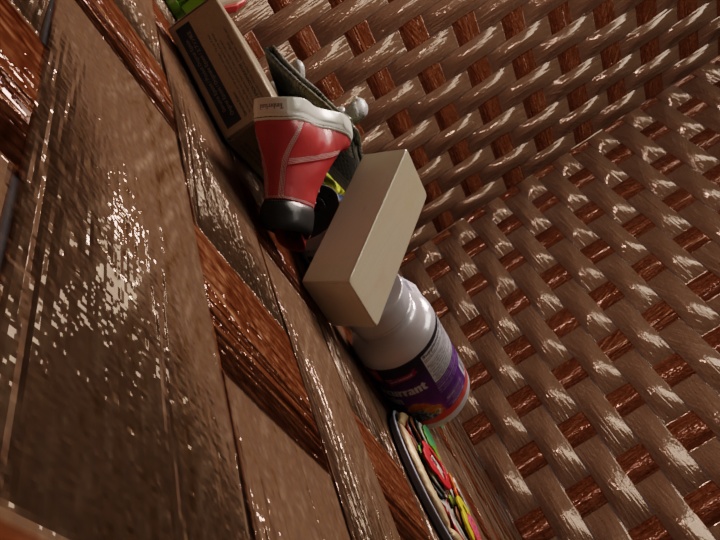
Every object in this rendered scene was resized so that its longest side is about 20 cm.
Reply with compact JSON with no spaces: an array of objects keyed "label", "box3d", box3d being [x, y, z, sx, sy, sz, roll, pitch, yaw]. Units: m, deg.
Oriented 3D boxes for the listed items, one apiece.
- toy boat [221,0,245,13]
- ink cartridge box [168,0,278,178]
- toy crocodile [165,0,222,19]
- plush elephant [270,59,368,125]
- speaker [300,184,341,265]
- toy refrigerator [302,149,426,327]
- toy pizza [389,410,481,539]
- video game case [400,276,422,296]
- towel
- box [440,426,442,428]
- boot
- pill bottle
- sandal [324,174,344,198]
[{"label":"toy boat","box3d":[-0.339,-0.636,1.360,0.203,0.128,0.131,61,-27,14]},{"label":"ink cartridge box","box3d":[-0.139,-0.209,0.771,0.167,0.074,0.200,59,3,16]},{"label":"toy crocodile","box3d":[-0.221,-0.354,0.853,0.202,0.067,0.062,61,3,28]},{"label":"plush elephant","box3d":[-0.111,-0.284,1.068,0.164,0.199,0.157,-29,86,-48]},{"label":"speaker","box3d":[-0.028,-0.020,0.794,0.082,0.080,0.201,61,2,38]},{"label":"toy refrigerator","box3d":[0.008,-0.041,0.700,0.076,0.068,0.203,57,43,-40]},{"label":"toy pizza","box3d":[0.094,0.250,0.709,0.203,0.031,0.200,60,3,-5]},{"label":"video game case","box3d":[0.038,0.012,1.231,0.197,0.023,0.182,28,9,-9]},{"label":"towel","box3d":[-0.051,-0.198,0.858,0.200,0.034,0.194,48,-12,23]},{"label":"box","box3d":[0.068,0.162,0.996,0.202,0.048,0.118,60,2,41]},{"label":"boot","box3d":[-0.058,-0.099,0.658,0.200,0.070,0.149,-26,117,-71]},{"label":"pill bottle","box3d":[0.055,0.098,0.762,0.202,0.110,0.112,57,3,-36]},{"label":"sandal","box3d":[-0.075,-0.116,0.959,0.079,0.088,0.199,35,15,19]}]
